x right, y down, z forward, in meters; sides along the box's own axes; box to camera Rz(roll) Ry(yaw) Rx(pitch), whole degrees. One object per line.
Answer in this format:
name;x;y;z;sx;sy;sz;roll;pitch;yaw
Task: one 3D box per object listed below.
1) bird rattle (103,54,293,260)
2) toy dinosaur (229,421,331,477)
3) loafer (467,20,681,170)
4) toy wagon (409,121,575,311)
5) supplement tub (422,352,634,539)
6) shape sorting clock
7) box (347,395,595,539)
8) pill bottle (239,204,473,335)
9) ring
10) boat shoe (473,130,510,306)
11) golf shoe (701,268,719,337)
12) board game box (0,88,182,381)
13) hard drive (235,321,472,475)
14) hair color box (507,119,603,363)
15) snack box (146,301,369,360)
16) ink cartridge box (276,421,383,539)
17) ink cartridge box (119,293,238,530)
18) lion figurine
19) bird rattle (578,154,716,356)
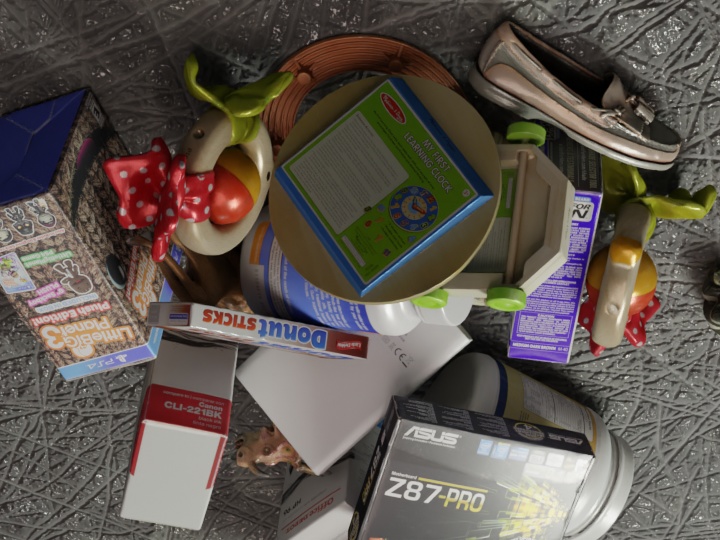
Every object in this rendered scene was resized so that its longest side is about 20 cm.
bird rattle;-0.121;-0.081;1.188;0.112;0.201;0.163;8;149;22
toy dinosaur;-0.029;0.136;1.410;0.199;0.136;0.086;-33;120;28
loafer;0.192;-0.148;1.197;0.199;0.072;0.063;22;122;-9
toy wagon;0.078;-0.044;1.170;0.199;0.156;0.040;0;161;27
supplement tub;0.164;0.186;1.429;0.199;0.145;0.145;28;127;-18
shape sorting clock;0.020;-0.068;1.159;0.199;0.201;0.039;-13;161;16
box;0.103;0.213;1.330;0.199;0.049;0.162;13;112;-12
pill bottle;0.000;0.000;1.271;0.199;0.112;0.113;7;134;27
ring;0.003;-0.122;1.266;0.199;0.019;0.201;2;130;2
boat shoe;0.121;-0.044;1.283;0.062;0.074;0.201;18;141;9
golf shoe;0.426;0.022;1.329;0.198;0.078;0.088;-8;149;14
board game box;-0.258;-0.032;1.272;0.096;0.160;0.201;-14;128;16
hard drive;-0.009;0.082;1.351;0.200;0.026;0.132;-42;81;11
hair color box;0.174;-0.026;1.272;0.064;0.110;0.201;7;130;1
snack box;-0.089;0.055;1.254;0.199;0.025;0.072;13;170;-39
ink cartridge box;-0.024;0.235;1.450;0.068;0.201;0.116;35;124;-23
ink cartridge box;-0.174;0.128;1.375;0.083;0.201;0.145;11;131;-10
lion figurine;-0.141;0.004;1.297;0.072;0.200;0.123;-32;87;23
bird rattle;0.232;0.000;1.268;0.112;0.163;0.201;23;121;9
